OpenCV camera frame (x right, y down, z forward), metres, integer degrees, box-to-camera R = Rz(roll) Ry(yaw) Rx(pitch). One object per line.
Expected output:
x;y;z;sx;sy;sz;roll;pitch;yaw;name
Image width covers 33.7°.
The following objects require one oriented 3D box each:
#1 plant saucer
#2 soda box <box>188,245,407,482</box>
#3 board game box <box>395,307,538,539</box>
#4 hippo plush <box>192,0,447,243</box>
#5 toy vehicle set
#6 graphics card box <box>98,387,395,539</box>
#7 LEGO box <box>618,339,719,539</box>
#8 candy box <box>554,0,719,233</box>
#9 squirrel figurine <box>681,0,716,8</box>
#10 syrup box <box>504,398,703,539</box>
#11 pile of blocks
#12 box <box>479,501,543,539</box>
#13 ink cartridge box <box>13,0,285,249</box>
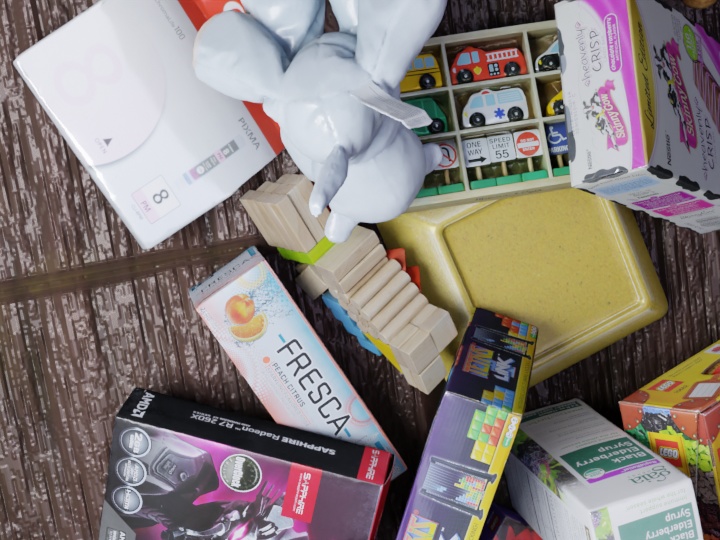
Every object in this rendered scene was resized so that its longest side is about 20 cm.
0.138;-0.006;0.937;0.199;0.048;0.201;-27;104;-9;plant saucer
-0.047;0.083;0.896;0.063;0.068;0.200;-34;106;-5;soda box
0.068;0.148;0.859;0.057;0.165;0.201;19;110;7;board game box
0.006;-0.112;0.786;0.159;0.200;0.161;-40;146;-1;hippo plush
0.100;-0.116;0.891;0.199;0.027;0.125;-9;83;-6;toy vehicle set
-0.085;0.170;0.866;0.199;0.051;0.126;15;114;4;graphics card box
0.309;0.138;0.946;0.200;0.077;0.150;-22;105;-36;LEGO box
0.222;-0.112;0.861;0.200;0.061;0.137;11;71;-47;candy box
0.270;-0.297;0.895;0.186;0.142;0.201;15;81;-5;squirrel figurine
0.175;0.168;0.894;0.078;0.200;0.082;-16;102;-9;syrup box
0.000;0.000;0.891;0.062;0.082;0.200;-43;95;-21;pile of blocks
0.123;0.310;0.989;0.137;0.039;0.201;27;92;-17;box
-0.119;-0.137;0.856;0.200;0.057;0.163;-34;105;-2;ink cartridge box
